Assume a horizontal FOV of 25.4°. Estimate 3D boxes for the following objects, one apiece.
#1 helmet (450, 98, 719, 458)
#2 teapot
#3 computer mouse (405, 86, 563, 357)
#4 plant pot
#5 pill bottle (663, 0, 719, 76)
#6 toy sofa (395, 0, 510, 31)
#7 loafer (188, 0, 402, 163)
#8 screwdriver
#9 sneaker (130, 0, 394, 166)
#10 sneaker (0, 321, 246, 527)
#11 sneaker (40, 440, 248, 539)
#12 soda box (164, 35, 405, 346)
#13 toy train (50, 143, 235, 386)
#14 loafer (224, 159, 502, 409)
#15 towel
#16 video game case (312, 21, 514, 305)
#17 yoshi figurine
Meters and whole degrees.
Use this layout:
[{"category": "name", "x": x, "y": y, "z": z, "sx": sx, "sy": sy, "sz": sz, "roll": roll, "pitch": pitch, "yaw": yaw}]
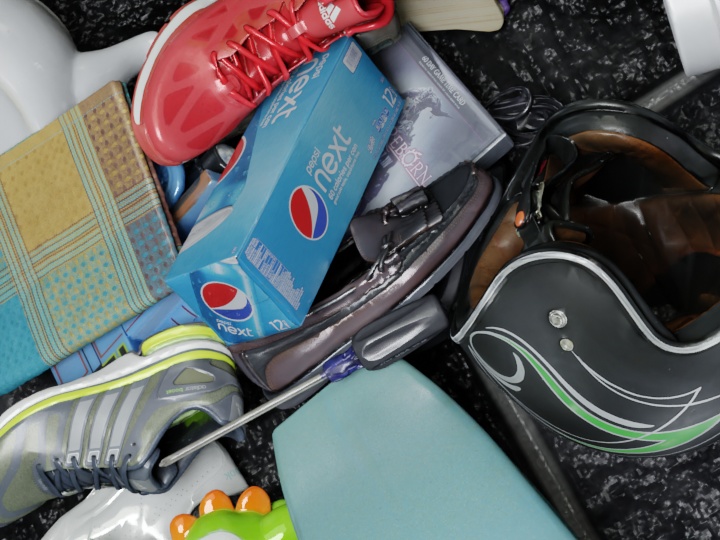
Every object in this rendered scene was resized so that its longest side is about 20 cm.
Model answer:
[{"category": "helmet", "x": 0.167, "y": 0.014, "z": 0.933, "sx": 0.189, "sy": 0.200, "sz": 0.202, "roll": 26, "pitch": 81, "yaw": -4}, {"category": "teapot", "x": -0.274, "y": -0.135, "z": 1.143, "sx": 0.197, "sy": 0.199, "sz": 0.147, "roll": -42, "pitch": 17, "yaw": 39}, {"category": "computer mouse", "x": 0.058, "y": -0.025, "z": 1.054, "sx": 0.137, "sy": 0.053, "sz": 0.202, "roll": 12, "pitch": 70, "yaw": 38}, {"category": "plant pot", "x": 0.041, "y": 0.157, "z": 0.962, "sx": 0.141, "sy": 0.141, "sz": 0.200, "roll": -39, "pitch": 55, "yaw": 2}, {"category": "pill bottle", "x": 0.289, "y": -0.195, "z": 1.004, "sx": 0.198, "sy": 0.114, "sz": 0.115, "roll": -16, "pitch": 69, "yaw": 12}, {"category": "toy sofa", "x": 0.010, "y": -0.224, "z": 1.127, "sx": 0.198, "sy": 0.098, "sz": 0.083, "roll": -4, "pitch": 48, "yaw": 16}, {"category": "loafer", "x": -0.055, "y": -0.132, "z": 1.113, "sx": 0.198, "sy": 0.063, "sz": 0.072, "roll": -17, "pitch": 25, "yaw": 22}, {"category": "screwdriver", "x": -0.035, "y": 0.070, "z": 0.965, "sx": 0.199, "sy": 0.029, "sz": 0.028, "roll": -29, "pitch": 97, "yaw": 10}, {"category": "sneaker", "x": -0.056, "y": -0.148, "z": 0.996, "sx": 0.115, "sy": 0.078, "sz": 0.201, "roll": 8, "pitch": 59, "yaw": 55}, {"category": "sneaker", "x": -0.160, "y": 0.110, "z": 1.004, "sx": 0.199, "sy": 0.074, "sz": 0.081, "roll": -31, "pitch": 50, "yaw": 4}, {"category": "sneaker", "x": -0.157, "y": 0.191, "z": 1.050, "sx": 0.088, "sy": 0.075, "sz": 0.200, "roll": 40, "pitch": 87, "yaw": 12}, {"category": "soda box", "x": -0.043, "y": -0.052, "z": 0.996, "sx": 0.067, "sy": 0.064, "sz": 0.201, "roll": -17, "pitch": 36, "yaw": 41}, {"category": "toy train", "x": -0.133, "y": 0.010, "z": 1.067, "sx": 0.200, "sy": 0.086, "sz": 0.115, "roll": -46, "pitch": 57, "yaw": 20}, {"category": "loafer", "x": 0.000, "y": 0.000, "z": 0.988, "sx": 0.200, "sy": 0.072, "sz": 0.063, "roll": -44, "pitch": 111, "yaw": 7}, {"category": "towel", "x": -0.205, "y": -0.016, "z": 1.051, "sx": 0.199, "sy": 0.022, "sz": 0.148, "roll": -28, "pitch": 76, "yaw": 27}, {"category": "video game case", "x": -0.008, "y": -0.061, "z": 1.075, "sx": 0.200, "sy": 0.019, "sz": 0.143, "roll": -42, "pitch": 47, "yaw": 7}, {"category": "yoshi figurine", "x": -0.106, "y": 0.222, "z": 0.992, "sx": 0.199, "sy": 0.113, "sz": 0.113, "roll": -28, "pitch": 42, "yaw": -6}]
